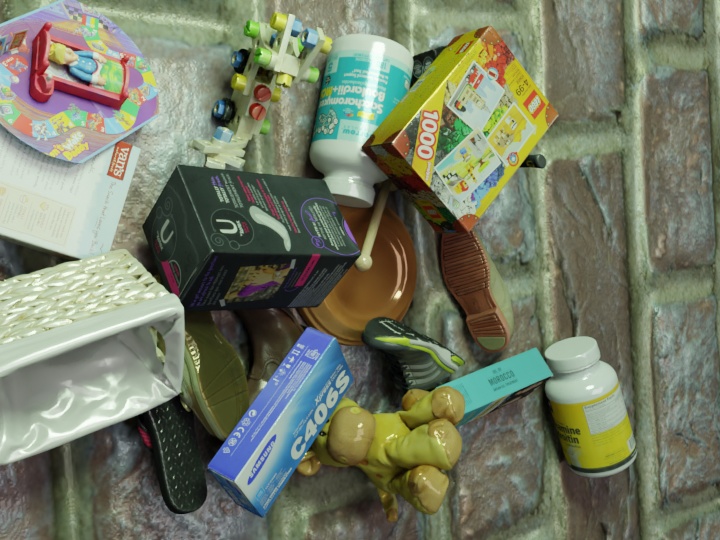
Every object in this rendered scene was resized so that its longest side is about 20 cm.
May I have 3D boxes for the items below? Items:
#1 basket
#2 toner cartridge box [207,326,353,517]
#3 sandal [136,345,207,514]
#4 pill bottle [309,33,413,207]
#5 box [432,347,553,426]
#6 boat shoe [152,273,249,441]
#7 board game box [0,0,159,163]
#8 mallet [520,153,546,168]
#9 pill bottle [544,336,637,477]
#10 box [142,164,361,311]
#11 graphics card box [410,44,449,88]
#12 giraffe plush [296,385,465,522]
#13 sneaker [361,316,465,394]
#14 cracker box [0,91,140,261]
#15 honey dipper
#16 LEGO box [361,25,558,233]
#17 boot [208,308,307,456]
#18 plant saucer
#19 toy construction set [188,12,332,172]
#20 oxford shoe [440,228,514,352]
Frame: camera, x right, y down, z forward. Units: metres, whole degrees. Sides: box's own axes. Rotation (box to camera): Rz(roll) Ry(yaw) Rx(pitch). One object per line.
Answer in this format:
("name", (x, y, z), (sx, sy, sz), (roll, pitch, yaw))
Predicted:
("basket", (-0.289, 0.076, 0.813), (0.200, 0.123, 0.136), (-20, 139, -34))
("toner cartridge box", (-0.085, 0.172, 0.951), (0.200, 0.043, 0.095), (-55, 146, -27))
("sandal", (-0.219, 0.171, 0.927), (0.075, 0.045, 0.200), (0, 75, -50))
("pill bottle", (-0.002, -0.184, 1.044), (0.111, 0.111, 0.200), (14, 82, -34))
("box", (0.173, 0.174, 1.176), (0.200, 0.082, 0.049), (-15, 66, -34))
("boat shoe", (-0.188, 0.098, 0.925), (0.073, 0.063, 0.201), (-35, 102, -54))
("board game box", (-0.287, -0.204, 0.844), (0.158, 0.039, 0.200), (51, 45, -8))
("mallet", (0.170, -0.155, 1.111), (0.041, 0.200, 0.066), (-40, 107, -20))
("pill bottle", (0.352, 0.210, 1.291), (0.112, 0.112, 0.200), (-27, 105, -31))
("box", (-0.120, -0.032, 0.925), (0.200, 0.106, 0.122), (1, 51, -41))
("graphics card box", (0.103, -0.190, 1.107), (0.051, 0.125, 0.200), (-19, 102, -28))
("giraffe plush", (0.013, 0.209, 1.039), (0.162, 0.200, 0.173), (24, 53, -15))
("sneaker", (0.065, 0.122, 1.098), (0.200, 0.074, 0.081), (29, 90, -47))
("cracker box", (-0.341, -0.095, 0.842), (0.200, 0.058, 0.134), (21, 78, -32))
("honey dipper", (0.024, -0.078, 1.061), (0.038, 0.038, 0.200), (43, 44, -27))
("LEGO box", (0.122, -0.167, 1.003), (0.149, 0.077, 0.200), (45, 72, -23))
("boot", (-0.140, 0.133, 0.986), (0.186, 0.064, 0.200), (37, 75, -27))
("plant saucer", (0.000, 0.000, 1.092), (0.200, 0.037, 0.200), (0, 89, -35))
("toy construction set", (-0.117, -0.197, 0.938), (0.092, 0.131, 0.200), (28, 101, -38))
("oxford shoe", (0.171, 0.016, 1.205), (0.074, 0.071, 0.200), (-37, 112, -56))
